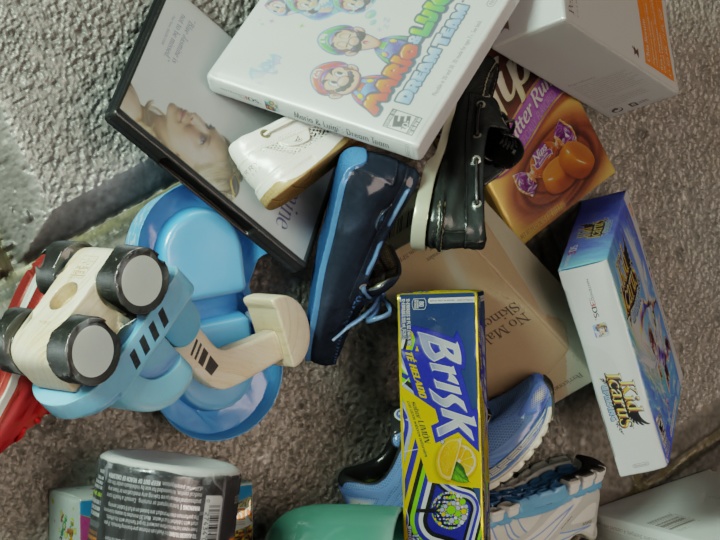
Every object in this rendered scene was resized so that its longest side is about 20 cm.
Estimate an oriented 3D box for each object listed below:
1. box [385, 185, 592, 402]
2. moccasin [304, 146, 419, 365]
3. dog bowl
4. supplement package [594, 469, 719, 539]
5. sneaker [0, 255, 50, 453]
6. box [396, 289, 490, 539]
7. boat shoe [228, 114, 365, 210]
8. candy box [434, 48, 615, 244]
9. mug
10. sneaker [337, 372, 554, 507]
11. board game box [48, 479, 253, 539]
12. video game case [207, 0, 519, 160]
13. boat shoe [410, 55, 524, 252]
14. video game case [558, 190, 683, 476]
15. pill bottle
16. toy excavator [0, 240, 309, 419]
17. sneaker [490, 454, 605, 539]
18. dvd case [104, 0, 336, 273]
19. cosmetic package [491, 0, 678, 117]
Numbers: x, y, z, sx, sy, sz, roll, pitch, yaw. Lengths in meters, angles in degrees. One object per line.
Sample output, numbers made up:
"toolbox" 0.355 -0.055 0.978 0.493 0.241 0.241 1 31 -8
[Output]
"box" 0.099 0.023 1.686 0.200 0.095 0.078 45 28 -23
"moccasin" 0.000 0.000 1.581 0.068 0.081 0.200 9 134 -7
"dog bowl" -0.125 0.030 1.595 0.111 0.050 0.201 -11 98 -29
"supplement package" 0.319 0.298 1.787 0.147 0.191 0.201 -14 100 -28
"sneaker" -0.225 0.095 1.527 0.115 0.078 0.200 32 79 -26
"box" 0.065 0.115 1.604 0.064 0.070 0.201 -2 90 8
"boat shoe" -0.020 -0.125 1.591 0.069 0.071 0.200 49 53 5
"candy box" 0.116 -0.133 1.719 0.117 0.056 0.200 -37 109 -21
"mug" -0.022 0.266 1.604 0.185 0.114 0.152 80 13 -49
"sneaker" 0.068 0.141 1.668 0.200 0.079 0.089 -35 103 7
"board game box" -0.159 0.263 1.584 0.147 0.064 0.201 -3 94 -29
"video game case" 0.009 -0.186 1.574 0.200 0.182 0.024 -58 156 -28
"boat shoe" 0.092 -0.091 1.596 0.075 0.066 0.200 92 14 -44
"video game case" 0.220 0.047 1.724 0.045 0.200 0.182 -15 105 16
"pill bottle" -0.149 0.235 1.492 0.106 0.106 0.201 7 91 -30
"toy excavator" -0.143 0.053 1.507 0.200 0.100 0.195 52 58 -34
"sneaker" 0.127 0.222 1.743 0.199 0.075 0.087 -13 105 -28
"dvd case" -0.098 -0.108 1.583 0.200 0.018 0.143 40 46 -26
"cosmetic package" 0.179 -0.206 1.683 0.200 0.071 0.102 20 58 -53
